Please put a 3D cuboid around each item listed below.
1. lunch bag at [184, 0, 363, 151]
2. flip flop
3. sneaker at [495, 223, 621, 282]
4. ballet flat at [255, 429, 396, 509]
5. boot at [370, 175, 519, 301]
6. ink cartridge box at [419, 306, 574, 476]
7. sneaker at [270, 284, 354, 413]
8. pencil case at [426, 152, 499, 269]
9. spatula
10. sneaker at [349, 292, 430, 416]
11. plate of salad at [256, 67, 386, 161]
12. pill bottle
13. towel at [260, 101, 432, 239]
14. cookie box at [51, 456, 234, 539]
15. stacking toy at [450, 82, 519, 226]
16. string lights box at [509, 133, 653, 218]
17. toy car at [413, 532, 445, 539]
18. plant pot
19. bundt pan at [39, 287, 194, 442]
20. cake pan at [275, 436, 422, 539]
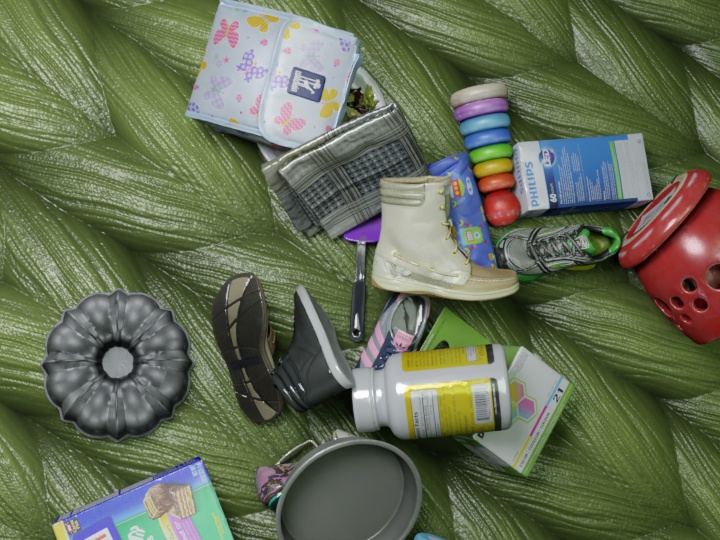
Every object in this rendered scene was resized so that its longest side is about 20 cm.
[{"bbox_3d":[-0.109,-0.251,1.346,0.198,0.127,0.171,19,92,17],"label":"lunch bag"},{"bbox_3d":[-0.142,0.102,1.360,0.080,0.058,0.202,-12,98,18],"label":"flip flop"},{"bbox_3d":[0.279,-0.037,1.444,0.198,0.085,0.079,-10,80,-24],"label":"sneaker"},{"bbox_3d":[-0.046,0.254,1.357,0.198,0.069,0.072,-15,59,-14],"label":"ballet flat"},{"bbox_3d":[0.116,-0.045,1.342,0.198,0.072,0.156,5,102,4],"label":"boot"},{"bbox_3d":[0.170,0.164,1.389,0.199,0.076,0.149,36,75,-17],"label":"ink cartridge box"},{"bbox_3d":[-0.081,0.102,1.335,0.099,0.201,0.071,-34,131,8],"label":"sneaker"},{"bbox_3d":[0.137,-0.066,1.436,0.086,0.078,0.202,-12,83,-24],"label":"pencil case"},{"bbox_3d":[0.000,0.000,1.425,0.056,0.021,0.202,2,82,1],"label":"spatula"},{"bbox_3d":[0.040,0.112,1.384,0.070,0.082,0.202,20,77,-8],"label":"sneaker"},{"bbox_3d":[-0.054,-0.216,1.437,0.198,0.048,0.202,2,80,-12],"label":"plate of salad"},{"bbox_3d":[0.091,0.157,1.309,0.198,0.111,0.113,-5,81,4],"label":"pill bottle"},{"bbox_3d":[-0.013,-0.121,1.338,0.198,0.193,0.035,-25,61,6],"label":"towel"},{"bbox_3d":[-0.263,0.354,1.283,0.198,0.075,0.173,-22,87,-14],"label":"cookie box"},{"bbox_3d":[0.186,-0.162,1.470,0.084,0.085,0.202,-9,89,-13],"label":"stacking toy"},{"bbox_3d":[0.321,-0.139,1.498,0.198,0.059,0.104,-5,81,-13],"label":"string lights box"},{"bbox_3d":[0.148,0.468,1.334,0.199,0.176,0.186,20,90,-37],"label":"toy car"},{"bbox_3d":[0.479,-0.024,1.443,0.182,0.200,0.201,40,75,1],"label":"plant pot"},{"bbox_3d":[-0.312,0.119,1.312,0.200,0.076,0.204,2,81,-12],"label":"bundt pan"},{"bbox_3d":[-0.018,0.299,1.320,0.198,0.037,0.202,-7,114,-17],"label":"cake pan"}]
